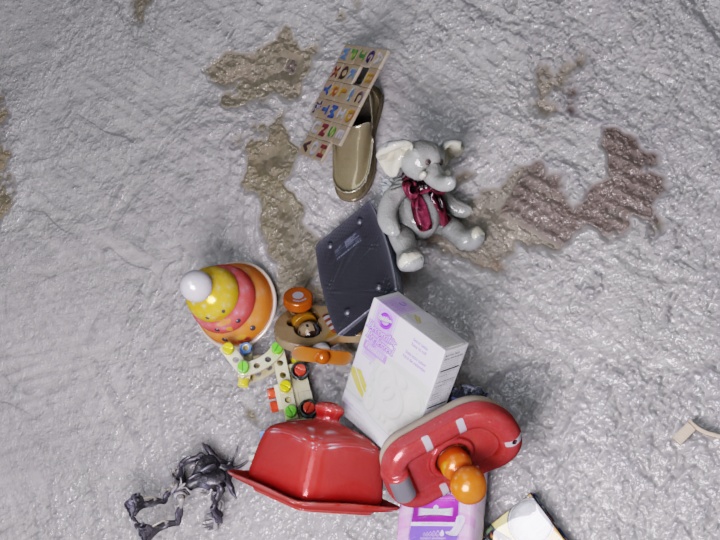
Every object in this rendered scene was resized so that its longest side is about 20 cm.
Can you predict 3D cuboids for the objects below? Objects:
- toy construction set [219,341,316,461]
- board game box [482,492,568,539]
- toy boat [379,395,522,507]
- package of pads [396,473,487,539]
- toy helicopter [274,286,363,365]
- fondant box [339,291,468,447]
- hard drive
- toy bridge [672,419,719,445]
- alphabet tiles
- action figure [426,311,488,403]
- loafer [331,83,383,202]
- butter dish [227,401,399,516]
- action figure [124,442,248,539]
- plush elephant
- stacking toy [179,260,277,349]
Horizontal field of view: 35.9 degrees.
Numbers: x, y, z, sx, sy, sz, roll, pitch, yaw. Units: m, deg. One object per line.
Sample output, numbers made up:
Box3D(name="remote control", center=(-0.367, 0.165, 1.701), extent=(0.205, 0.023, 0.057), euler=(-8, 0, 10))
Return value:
Box3D(name="toy construction set", center=(-0.139, 0.199, 1.734), extent=(0.130, 0.092, 0.202), euler=(-11, 82, -8))
Box3D(name="board game box", center=(0.210, 0.435, 1.592), extent=(0.200, 0.035, 0.136), euler=(-39, 69, 8))
Box3D(name="toy boat", center=(0.132, 0.264, 1.507), extent=(0.199, 0.131, 0.131), euler=(-28, 39, -7))
Box3D(name="package of pads", center=(0.116, 0.361, 1.589), extent=(0.120, 0.076, 0.201), euler=(-2, 57, 19))
Box3D(name="toy helicopter", center=(-0.035, 0.099, 1.712), extent=(0.198, 0.079, 0.133), euler=(3, 36, 3))
Box3D(name="fondant box", center=(0.057, 0.153, 1.582), extent=(0.144, 0.058, 0.201), euler=(36, 120, 34))
Box3D(name="hard drive", center=(0.000, 0.000, 1.704), extent=(0.135, 0.042, 0.201), euler=(-39, 41, 21))
Box3D(name="toy bridge", center=(0.523, 0.277, 1.518), extent=(0.067, 0.027, 0.200), euler=(-46, 69, 4))
Box3D(name="alphabet tiles", center=(-0.035, -0.270, 1.784), extent=(0.201, 0.008, 0.167), euler=(-62, 28, 1))
Box3D(name="action figure", center=(0.116, 0.162, 1.635), extent=(0.199, 0.104, 0.195), euler=(-16, 97, 41))
Box3D(name="loafer", center=(-0.012, -0.211, 1.787), extent=(0.075, 0.067, 0.202), euler=(2, 79, 21))
Box3D(name="butter dish", center=(-0.057, 0.263, 1.600), extent=(0.199, 0.199, 0.149), euler=(9, 86, 52))
Box3D(name="action figure", center=(-0.266, 0.351, 1.747), extent=(0.199, 0.102, 0.119), euler=(-28, 60, -16))
Box3D(name="plush elephant", center=(0.098, -0.125, 1.675), extent=(0.164, 0.156, 0.200), euler=(-13, 49, -28))
Box3D(name="stacking toy", center=(-0.230, 0.040, 1.741), extent=(0.145, 0.200, 0.147), euler=(-4, 77, 19))
